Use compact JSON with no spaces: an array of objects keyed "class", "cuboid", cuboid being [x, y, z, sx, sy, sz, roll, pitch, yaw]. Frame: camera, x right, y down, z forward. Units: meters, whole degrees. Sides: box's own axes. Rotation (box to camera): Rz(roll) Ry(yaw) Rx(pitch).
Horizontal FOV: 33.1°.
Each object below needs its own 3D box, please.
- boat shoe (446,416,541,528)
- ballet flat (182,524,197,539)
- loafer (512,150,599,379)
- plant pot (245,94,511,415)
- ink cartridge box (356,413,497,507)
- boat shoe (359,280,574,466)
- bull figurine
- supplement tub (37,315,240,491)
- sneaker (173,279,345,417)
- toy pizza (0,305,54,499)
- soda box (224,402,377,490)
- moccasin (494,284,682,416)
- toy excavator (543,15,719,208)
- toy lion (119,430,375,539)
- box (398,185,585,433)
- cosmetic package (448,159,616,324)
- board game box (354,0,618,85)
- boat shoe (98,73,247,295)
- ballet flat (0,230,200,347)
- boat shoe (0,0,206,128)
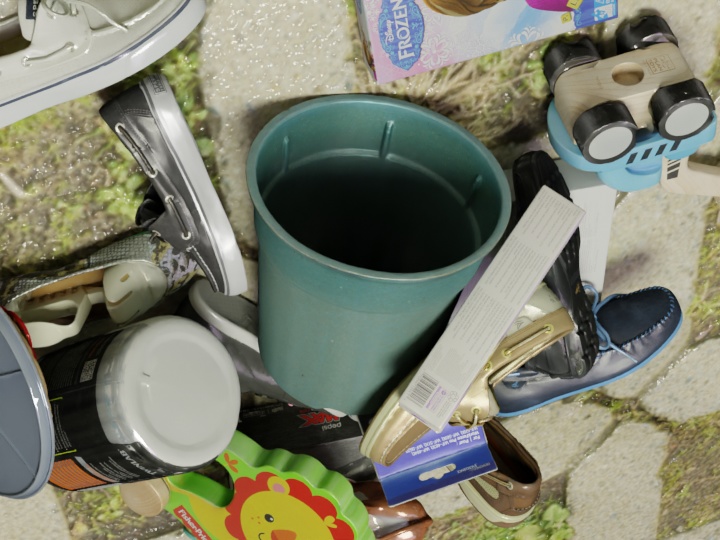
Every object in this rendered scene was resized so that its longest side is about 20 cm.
[{"class":"boat shoe","cuboid":[0.089,0.138,1.106,0.075,0.202,0.075,-36,158,-35]},{"class":"ballet flat","cuboid":[-0.092,0.260,1.232,0.200,0.069,0.071,31,96,-40]},{"class":"loafer","cuboid":[0.148,-0.001,1.011,0.070,0.068,0.201,-2,112,29]},{"class":"plant pot","cuboid":[0.000,0.000,0.966,0.200,0.201,0.196,-4,137,-16]},{"class":"ink cartridge box","cuboid":[0.039,0.101,1.046,0.099,0.200,0.039,-19,136,-4]},{"class":"boat shoe","cuboid":[0.084,0.088,0.954,0.200,0.066,0.074,-46,164,4]},{"class":"bull figurine","cuboid":[-0.004,0.239,1.181,0.121,0.065,0.200,-1,170,-19]},{"class":"supplement tub","cuboid":[-0.200,0.113,0.981,0.200,0.123,0.122,-17,143,43]},{"class":"sneaker","cuboid":[-0.102,0.093,1.083,0.099,0.071,0.200,-42,123,19]},{"class":"toy pizza","cuboid":[-0.296,0.084,0.945,0.032,0.200,0.201,-29,144,-44]},{"class":"soda box","cuboid":[-0.032,0.164,1.167,0.199,0.063,0.071,-8,131,-12]},{"class":"moccasin","cuboid":[0.193,0.068,1.088,0.200,0.081,0.068,-30,128,5]},{"class":"toy excavator","cuboid":[0.253,-0.111,1.028,0.194,0.100,0.200,-16,145,-3]},{"class":"toy lion","cuboid":[-0.091,0.214,1.080,0.192,0.069,0.200,-34,100,37]},{"class":"box","cuboid":[0.099,0.030,0.913,0.200,0.041,0.039,-56,171,-9]},{"class":"cosmetic package","cuboid":[0.143,-0.001,1.098,0.150,0.052,0.200,-12,131,-13]},{"class":"board game box","cuboid":[0.086,-0.251,0.876,0.199,0.041,0.200,-17,132,-5]},{"class":"boat shoe","cuboid":[-0.145,-0.054,0.937,0.066,0.070,0.200,-24,130,-8]},{"class":"ballet flat","cuboid":[-0.217,0.024,0.982,0.200,0.072,0.072,-17,132,-5]},{"class":"boat shoe","cuboid":[-0.210,-0.169,0.828,0.201,0.075,0.086,-20,130,11]}]
